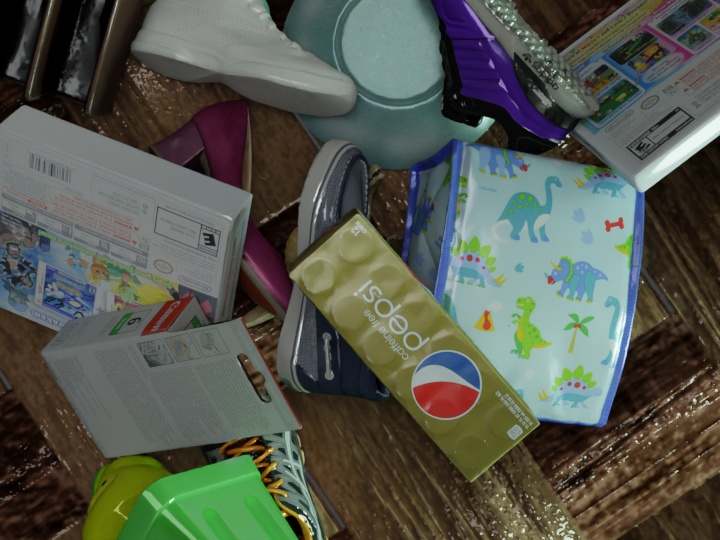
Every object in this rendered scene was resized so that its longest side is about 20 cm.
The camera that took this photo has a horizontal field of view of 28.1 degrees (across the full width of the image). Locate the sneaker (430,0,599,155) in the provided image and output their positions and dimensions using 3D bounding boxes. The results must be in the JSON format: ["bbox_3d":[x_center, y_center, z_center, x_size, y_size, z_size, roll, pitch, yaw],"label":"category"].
[{"bbox_3d":[0.090,-0.168,1.148,0.100,0.070,0.200,-47,70,25],"label":"sneaker"}]

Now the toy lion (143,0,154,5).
[{"bbox_3d":[-0.245,-0.314,1.218,0.199,0.069,0.192,8,93,3],"label":"toy lion"}]

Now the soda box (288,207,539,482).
[{"bbox_3d":[0.037,0.052,1.033,0.068,0.064,0.200,-41,96,3],"label":"soda box"}]

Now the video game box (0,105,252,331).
[{"bbox_3d":[-0.191,-0.015,1.132,0.200,0.047,0.183,22,128,9],"label":"video game box"}]

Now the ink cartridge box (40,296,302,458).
[{"bbox_3d":[-0.140,0.080,1.116,0.200,0.050,0.109,-11,118,31],"label":"ink cartridge box"}]

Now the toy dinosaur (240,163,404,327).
[{"bbox_3d":[-0.031,0.007,1.193,0.200,0.058,0.101,-46,69,2],"label":"toy dinosaur"}]

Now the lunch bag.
[{"bbox_3d":[0.121,0.016,1.127,0.170,0.127,0.201,8,77,-15],"label":"lunch bag"}]

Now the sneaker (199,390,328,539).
[{"bbox_3d":[-0.076,0.175,1.160,0.078,0.077,0.200,-28,83,1],"label":"sneaker"}]

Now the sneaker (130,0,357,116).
[{"bbox_3d":[-0.088,-0.190,1.183,0.200,0.075,0.089,19,78,15],"label":"sneaker"}]

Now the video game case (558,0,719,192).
[{"bbox_3d":[0.250,-0.166,1.143,0.200,0.182,0.024,-37,128,-1],"label":"video game case"}]

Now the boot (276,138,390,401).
[{"bbox_3d":[0.000,0.000,1.113,0.090,0.073,0.201,8,88,31],"label":"boot"}]

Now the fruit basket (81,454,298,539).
[{"bbox_3d":[-0.162,0.219,1.105,0.215,0.155,0.216,2,94,31],"label":"fruit basket"}]

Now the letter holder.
[{"bbox_3d":[-0.230,-0.230,1.132,0.100,0.142,0.200,19,100,-1],"label":"letter holder"}]

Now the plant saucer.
[{"bbox_3d":[0.032,-0.186,1.204,0.200,0.039,0.202,0,86,2],"label":"plant saucer"}]

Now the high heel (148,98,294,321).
[{"bbox_3d":[-0.083,-0.053,1.169,0.096,0.067,0.200,-32,75,-16],"label":"high heel"}]
